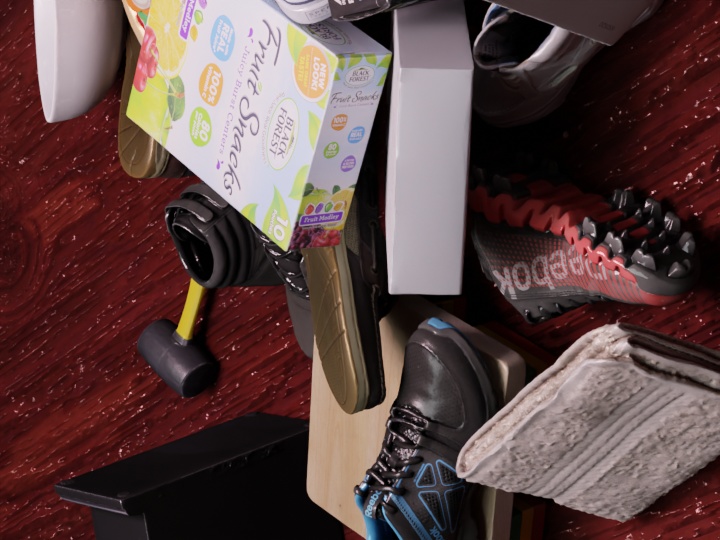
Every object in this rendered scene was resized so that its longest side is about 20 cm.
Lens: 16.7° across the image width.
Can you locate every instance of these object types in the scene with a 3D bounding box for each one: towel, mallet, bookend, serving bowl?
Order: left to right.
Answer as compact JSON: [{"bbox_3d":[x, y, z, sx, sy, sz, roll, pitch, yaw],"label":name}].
[{"bbox_3d":[-0.217,-0.217,1.913,0.200,0.065,0.201,178,90,-79],"label":"serving bowl"},{"bbox_3d":[-0.135,0.004,1.959,0.066,0.041,0.201,35,125,35],"label":"mallet"},{"bbox_3d":[-0.113,0.234,1.882,0.092,0.198,0.201,5,108,49],"label":"bookend"},{"bbox_3d":[0.162,0.101,1.540,0.200,0.132,0.035,132,150,-50],"label":"towel"}]

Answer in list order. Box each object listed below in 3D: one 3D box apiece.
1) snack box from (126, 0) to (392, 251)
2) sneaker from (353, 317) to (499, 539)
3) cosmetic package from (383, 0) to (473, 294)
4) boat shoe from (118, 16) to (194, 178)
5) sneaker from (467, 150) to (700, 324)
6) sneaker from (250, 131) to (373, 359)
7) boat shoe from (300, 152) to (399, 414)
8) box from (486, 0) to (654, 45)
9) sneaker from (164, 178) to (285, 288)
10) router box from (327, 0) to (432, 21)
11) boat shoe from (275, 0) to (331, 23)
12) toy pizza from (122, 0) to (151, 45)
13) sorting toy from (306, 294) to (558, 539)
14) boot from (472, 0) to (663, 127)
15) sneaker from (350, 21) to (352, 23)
[{"bbox_3d":[-0.072,-0.123,1.630,0.200,0.053,0.143,40,126,40],"label":"snack box"},{"bbox_3d":[0.041,0.130,1.623,0.073,0.082,0.201,26,122,47],"label":"sneaker"},{"bbox_3d":[0.042,-0.093,1.582,0.200,0.051,0.152,-91,1,-65],"label":"cosmetic package"},{"bbox_3d":[-0.138,-0.168,1.867,0.073,0.065,0.201,20,101,49],"label":"boat shoe"},{"bbox_3d":[0.141,-0.005,1.565,0.200,0.071,0.098,25,123,47],"label":"sneaker"},{"bbox_3d":[-0.042,-0.024,1.772,0.076,0.091,0.201,13,116,35],"label":"sneaker"},{"bbox_3d":[0.000,0.000,1.652,0.072,0.066,0.202,116,147,-57],"label":"boat shoe"},{"bbox_3d":[0.124,-0.249,1.332,0.199,0.200,0.131,-47,63,20],"label":"box"},{"bbox_3d":[-0.099,-0.077,1.822,0.071,0.099,0.201,4,106,53],"label":"sneaker"},{"bbox_3d":[0.033,-0.268,1.531,0.062,0.149,0.201,-6,100,52],"label":"router box"},{"bbox_3d":[-0.064,-0.235,1.592,0.200,0.072,0.062,49,169,45],"label":"boat shoe"},{"bbox_3d":[-0.116,-0.206,1.734,0.200,0.032,0.201,23,123,39],"label":"toy pizza"},{"bbox_3d":[0.053,0.106,1.724,0.198,0.069,0.201,30,127,43],"label":"sorting toy"},{"bbox_3d":[0.101,-0.144,1.539,0.200,0.095,0.074,-43,70,51],"label":"boot"},{"bbox_3d":[-0.073,-0.224,1.761,0.200,0.075,0.090,49,131,19],"label":"sneaker"}]
